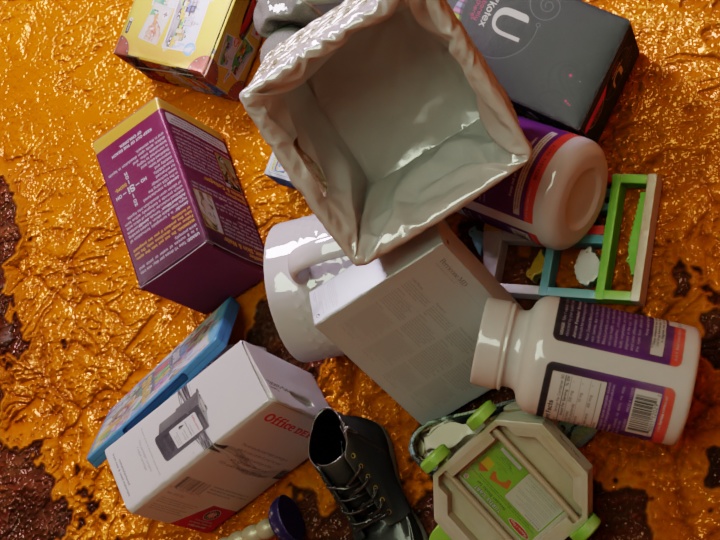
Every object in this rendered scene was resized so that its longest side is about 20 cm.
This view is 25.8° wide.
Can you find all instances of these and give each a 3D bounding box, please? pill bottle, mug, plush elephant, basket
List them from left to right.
[{"bbox_3d":[-0.033,-0.205,1.607,0.153,0.200,0.167,3,82,13],"label":"plush elephant"},{"bbox_3d":[0.000,0.000,1.584,0.174,0.200,0.149,-12,73,18],"label":"mug"},{"bbox_3d":[0.027,-0.152,1.433,0.199,0.199,0.161,-31,18,15],"label":"basket"},{"bbox_3d":[0.139,-0.102,1.563,0.199,0.112,0.113,24,87,33],"label":"pill bottle"},{"bbox_3d":[0.206,0.086,1.451,0.198,0.111,0.113,13,80,7],"label":"pill bottle"}]

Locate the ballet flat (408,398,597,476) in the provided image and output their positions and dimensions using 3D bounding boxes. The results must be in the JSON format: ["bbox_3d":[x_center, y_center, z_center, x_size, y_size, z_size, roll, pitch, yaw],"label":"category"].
[{"bbox_3d":[0.136,0.160,1.533,0.198,0.074,0.075,-20,65,22],"label":"ballet flat"}]

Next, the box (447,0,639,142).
[{"bbox_3d":[0.165,-0.220,1.588,0.199,0.106,0.123,25,88,18],"label":"box"}]

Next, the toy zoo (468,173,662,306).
[{"bbox_3d":[0.199,-0.035,1.586,0.198,0.020,0.133,4,76,30],"label":"toy zoo"}]

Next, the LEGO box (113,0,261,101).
[{"bbox_3d":[-0.184,-0.320,1.860,0.148,0.077,0.202,17,83,32],"label":"LEGO box"}]

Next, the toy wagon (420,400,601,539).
[{"bbox_3d":[0.127,0.224,1.500,0.155,0.040,0.200,47,117,5],"label":"toy wagon"}]

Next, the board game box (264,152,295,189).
[{"bbox_3d":[0.015,-0.169,1.720,0.198,0.043,0.202,18,84,33],"label":"board game box"}]

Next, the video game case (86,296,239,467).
[{"bbox_3d":[-0.213,0.120,1.714,0.200,0.143,0.018,-43,101,13],"label":"video game case"}]

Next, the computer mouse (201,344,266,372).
[{"bbox_3d":[-0.188,0.135,1.716,0.199,0.110,0.044,-39,98,7],"label":"computer mouse"}]

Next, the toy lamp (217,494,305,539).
[{"bbox_3d":[-0.155,0.297,1.662,0.199,0.058,0.059,-28,63,19],"label":"toy lamp"}]

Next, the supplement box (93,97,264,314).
[{"bbox_3d":[-0.200,-0.071,1.761,0.103,0.131,0.201,-32,61,18],"label":"supplement box"}]

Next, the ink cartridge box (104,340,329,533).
[{"bbox_3d":[-0.141,0.177,1.638,0.199,0.145,0.084,-38,57,14],"label":"ink cartridge box"}]

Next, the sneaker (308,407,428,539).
[{"bbox_3d":[0.002,0.236,1.561,0.074,0.106,0.201,-29,62,18],"label":"sneaker"}]

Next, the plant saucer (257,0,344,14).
[{"bbox_3d":[-0.023,-0.307,1.733,0.198,0.200,0.051,7,119,31],"label":"plant saucer"}]

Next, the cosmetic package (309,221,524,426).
[{"bbox_3d":[0.068,0.053,1.527,0.150,0.200,0.052,-30,40,18],"label":"cosmetic package"}]
